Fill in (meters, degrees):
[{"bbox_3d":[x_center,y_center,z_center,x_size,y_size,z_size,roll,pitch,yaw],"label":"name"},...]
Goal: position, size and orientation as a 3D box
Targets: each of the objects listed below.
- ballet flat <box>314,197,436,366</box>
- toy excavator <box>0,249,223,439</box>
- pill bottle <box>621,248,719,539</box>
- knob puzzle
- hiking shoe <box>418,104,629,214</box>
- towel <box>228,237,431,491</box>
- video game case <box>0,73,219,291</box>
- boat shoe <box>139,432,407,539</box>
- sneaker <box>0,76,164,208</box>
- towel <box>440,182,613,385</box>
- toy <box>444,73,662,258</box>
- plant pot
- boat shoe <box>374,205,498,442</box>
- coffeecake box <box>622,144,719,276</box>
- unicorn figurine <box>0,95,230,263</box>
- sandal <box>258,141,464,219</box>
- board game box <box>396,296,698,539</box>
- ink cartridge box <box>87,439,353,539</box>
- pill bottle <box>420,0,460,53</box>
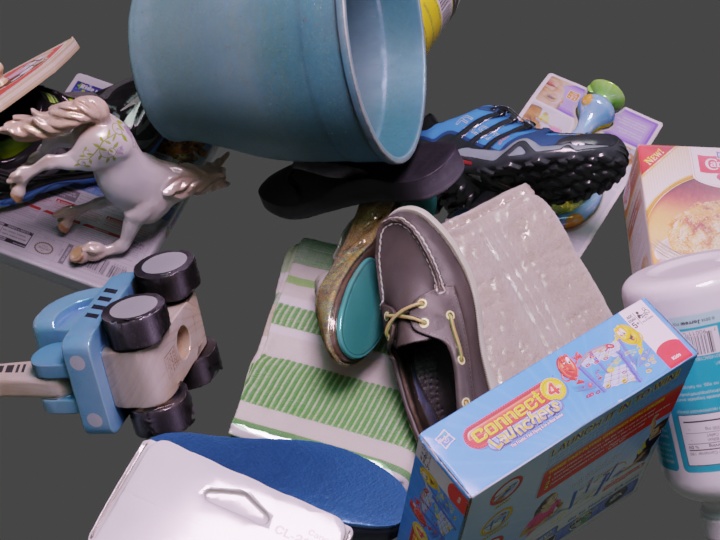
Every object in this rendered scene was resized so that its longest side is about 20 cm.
[{"bbox_3d":[0.000,0.000,1.273,0.070,0.071,0.200,20,51,9],"label":"ballet flat"},{"bbox_3d":[-0.224,0.074,1.194,0.199,0.100,0.195,-4,27,18],"label":"toy excavator"},{"bbox_3d":[0.263,0.091,1.181,0.110,0.111,0.201,-16,99,-17],"label":"pill bottle"},{"bbox_3d":[-0.313,-0.136,1.290,0.219,0.219,0.031,-40,108,-29],"label":"knob puzzle"},{"bbox_3d":[0.123,-0.104,1.329,0.199,0.074,0.087,-3,61,26],"label":"hiking shoe"},{"bbox_3d":[-0.008,0.069,1.270,0.152,0.023,0.201,15,52,4],"label":"towel"},{"bbox_3d":[-0.216,-0.071,1.352,0.142,0.018,0.201,19,55,9],"label":"video game case"},{"bbox_3d":[-0.063,0.162,1.171,0.199,0.069,0.084,13,40,10],"label":"boat shoe"},{"bbox_3d":[-0.238,-0.114,1.318,0.199,0.083,0.071,-23,59,-21],"label":"sneaker"},{"bbox_3d":[0.127,0.040,1.265,0.132,0.034,0.201,-25,81,-21],"label":"towel"},{"bbox_3d":[0.170,-0.095,1.391,0.115,0.047,0.200,27,55,16],"label":"toy"},{"bbox_3d":[-0.067,-0.173,1.232,0.187,0.200,0.201,-4,51,18],"label":"plant pot"},{"bbox_3d":[0.053,0.051,1.205,0.060,0.071,0.202,-16,87,-55],"label":"boat shoe"},{"bbox_3d":[0.302,-0.002,1.321,0.152,0.073,0.201,2,54,-3],"label":"coffeecake box"},{"bbox_3d":[-0.187,-0.071,1.275,0.137,0.200,0.074,-29,63,7],"label":"unicorn figurine"},{"bbox_3d":[-0.003,-0.084,1.295,0.199,0.043,0.076,-6,33,41],"label":"sandal"},{"bbox_3d":[0.122,0.136,1.125,0.199,0.196,0.056,-28,61,-24],"label":"board game box"},{"bbox_3d":[-0.092,0.214,1.043,0.145,0.200,0.083,22,54,11],"label":"ink cartridge box"},{"bbox_3d":[-0.002,-0.201,1.410,0.114,0.115,0.200,25,55,12],"label":"pill bottle"}]
